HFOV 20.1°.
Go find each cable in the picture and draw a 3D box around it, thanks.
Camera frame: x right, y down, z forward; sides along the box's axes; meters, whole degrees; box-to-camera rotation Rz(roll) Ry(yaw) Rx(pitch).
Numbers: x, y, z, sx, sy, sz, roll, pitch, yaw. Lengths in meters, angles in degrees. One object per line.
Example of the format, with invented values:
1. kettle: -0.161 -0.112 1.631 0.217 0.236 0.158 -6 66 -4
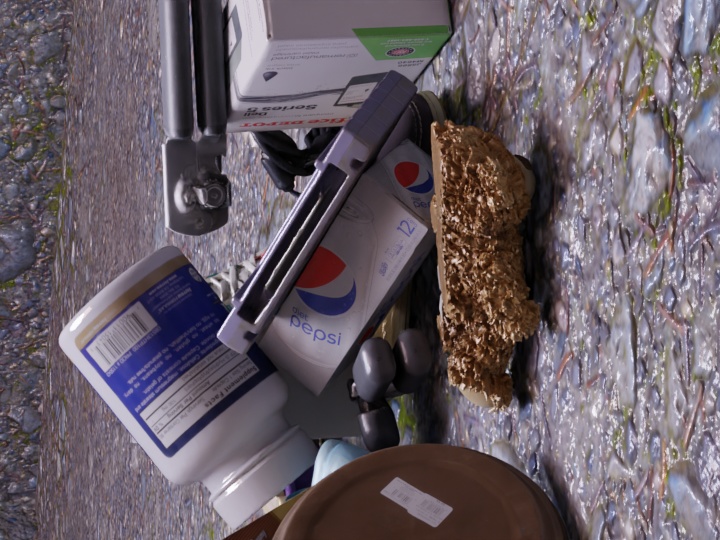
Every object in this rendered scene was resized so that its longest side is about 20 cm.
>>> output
1. cable: -0.074 -0.156 1.749 0.051 0.163 0.201 -33 25 26

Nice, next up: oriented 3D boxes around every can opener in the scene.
1. can opener: 0.024 0.092 1.483 0.200 0.053 0.067 106 151 -79
2. can opener: -0.136 -0.126 1.605 0.067 0.053 0.202 -143 49 -66

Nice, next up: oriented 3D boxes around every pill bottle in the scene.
1. pill bottle: -0.125 0.093 1.550 0.200 0.119 0.120 51 158 3

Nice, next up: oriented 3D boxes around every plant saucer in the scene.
1. plant saucer: 0.032 0.181 1.273 0.201 0.198 0.030 -109 4 -48

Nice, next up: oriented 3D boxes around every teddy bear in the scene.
1. teddy bear: 0.084 -0.003 1.353 0.145 0.066 0.202 -118 23 -77

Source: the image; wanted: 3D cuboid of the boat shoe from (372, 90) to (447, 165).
1. boat shoe: 0.013 -0.047 1.547 0.072 0.064 0.201 63 143 42

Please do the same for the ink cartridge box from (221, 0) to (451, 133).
1. ink cartridge box: -0.029 -0.180 1.576 0.200 0.144 0.085 132 132 -68

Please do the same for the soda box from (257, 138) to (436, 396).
1. soda box: 0.000 0.000 1.495 0.068 0.063 0.200 -42 -11 -47

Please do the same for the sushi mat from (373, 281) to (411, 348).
1. sushi mat: 0.026 -0.021 1.627 0.096 0.012 0.202 -136 47 -68

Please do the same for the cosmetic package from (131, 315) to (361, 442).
1. cosmetic package: -0.088 0.090 1.693 0.090 0.198 0.108 174 93 -65

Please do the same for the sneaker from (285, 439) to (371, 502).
1. sneaker: -0.023 0.204 1.532 0.082 0.074 0.201 37 128 22

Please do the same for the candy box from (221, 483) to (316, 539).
1. candy box: -0.040 0.220 1.368 0.056 0.200 0.117 -45 79 23

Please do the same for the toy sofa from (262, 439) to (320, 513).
1. toy sofa: -0.054 0.179 1.795 0.200 0.082 0.099 -137 45 -70

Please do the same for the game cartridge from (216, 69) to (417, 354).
1. game cartridge: -0.032 -0.044 1.466 0.201 0.038 0.130 -57 3 30

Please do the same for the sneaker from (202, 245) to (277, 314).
1. sneaker: -0.099 0.011 1.755 0.071 0.198 0.094 63 146 37
